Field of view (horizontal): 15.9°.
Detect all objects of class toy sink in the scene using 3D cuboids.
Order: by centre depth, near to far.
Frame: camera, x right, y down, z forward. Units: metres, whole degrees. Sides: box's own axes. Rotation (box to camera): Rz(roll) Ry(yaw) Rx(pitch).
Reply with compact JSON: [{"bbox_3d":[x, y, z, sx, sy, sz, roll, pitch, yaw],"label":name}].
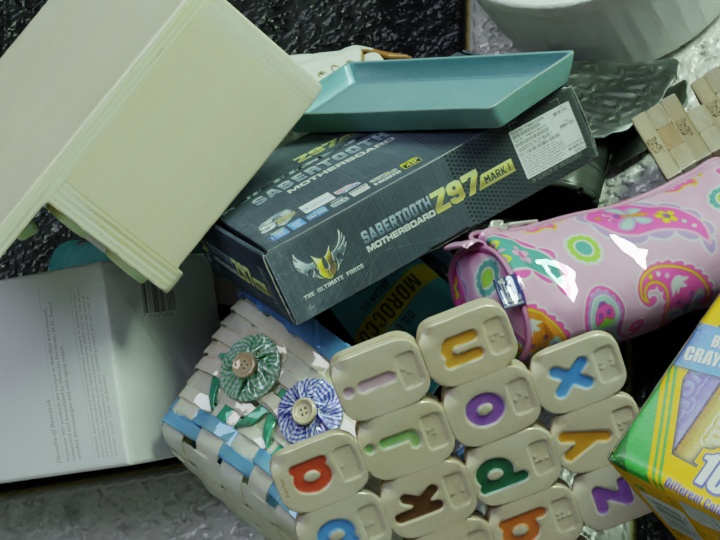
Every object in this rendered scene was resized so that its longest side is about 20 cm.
[{"bbox_3d":[-0.139,-0.071,1.435,0.200,0.112,0.130,-51,34,-1],"label":"toy sink"}]

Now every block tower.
[{"bbox_3d":[0.261,-0.111,1.503,0.200,0.054,0.058,-31,53,6],"label":"block tower"}]

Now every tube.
[{"bbox_3d":[0.000,0.000,1.575,0.078,0.050,0.200,-54,54,15],"label":"tube"}]

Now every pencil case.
[{"bbox_3d":[0.143,-0.003,1.423,0.200,0.088,0.087,-16,46,-26],"label":"pencil case"}]

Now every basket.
[{"bbox_3d":[0.003,0.069,1.469,0.176,0.139,0.200,32,68,34],"label":"basket"}]

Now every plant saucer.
[{"bbox_3d":[0.034,-0.098,1.445,0.070,0.019,0.200,-35,21,-31],"label":"plant saucer"}]

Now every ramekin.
[{"bbox_3d":[0.149,-0.221,1.599,0.200,0.098,0.201,-12,57,19],"label":"ramekin"}]

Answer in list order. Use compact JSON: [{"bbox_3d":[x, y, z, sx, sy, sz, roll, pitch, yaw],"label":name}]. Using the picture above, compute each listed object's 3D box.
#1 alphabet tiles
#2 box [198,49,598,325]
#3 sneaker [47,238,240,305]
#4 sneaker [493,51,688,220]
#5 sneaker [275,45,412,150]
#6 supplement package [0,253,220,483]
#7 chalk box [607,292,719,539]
[{"bbox_3d":[0.059,0.111,1.379,0.195,0.200,0.015,-22,28,0],"label":"alphabet tiles"},{"bbox_3d":[0.013,-0.051,1.448,0.200,0.051,0.158,-28,19,-12],"label":"box"},{"bbox_3d":[-0.109,-0.019,1.602,0.200,0.071,0.080,1,89,32],"label":"sneaker"},{"bbox_3d":[0.094,-0.086,1.572,0.199,0.060,0.104,4,62,25],"label":"sneaker"},{"bbox_3d":[-0.029,-0.105,1.564,0.085,0.200,0.073,-13,99,31],"label":"sneaker"},{"bbox_3d":[-0.195,0.064,1.544,0.200,0.121,0.120,-10,88,29],"label":"supplement package"},{"bbox_3d":[0.249,0.068,1.356,0.124,0.124,0.200,29,78,36],"label":"chalk box"}]
